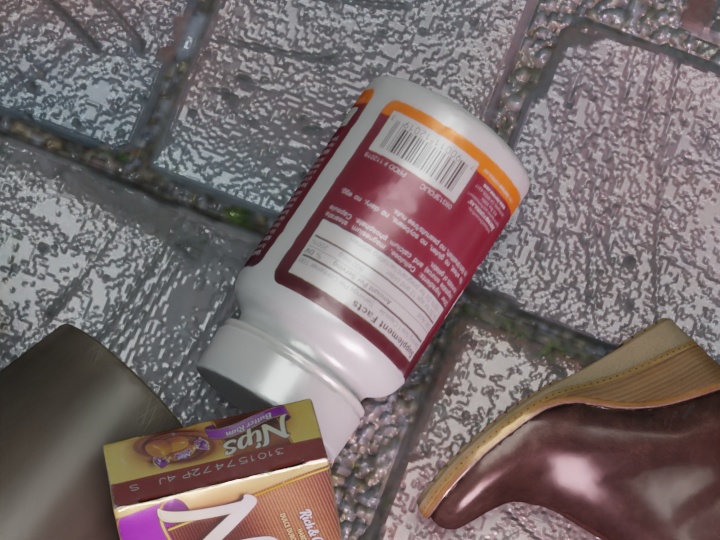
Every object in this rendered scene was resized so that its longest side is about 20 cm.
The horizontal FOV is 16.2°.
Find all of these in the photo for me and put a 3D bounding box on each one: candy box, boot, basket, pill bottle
[{"bbox_3d":[-0.065,0.171,1.374,0.116,0.201,0.057,-12,39,-6],"label":"candy box"},{"bbox_3d":[0.152,0.138,1.447,0.200,0.072,0.167,-31,79,-12],"label":"boot"},{"bbox_3d":[-0.196,0.137,1.403,0.180,0.136,0.200,34,71,29],"label":"basket"},{"bbox_3d":[0.000,0.000,1.450,0.114,0.114,0.200,33,78,5],"label":"pill bottle"}]
